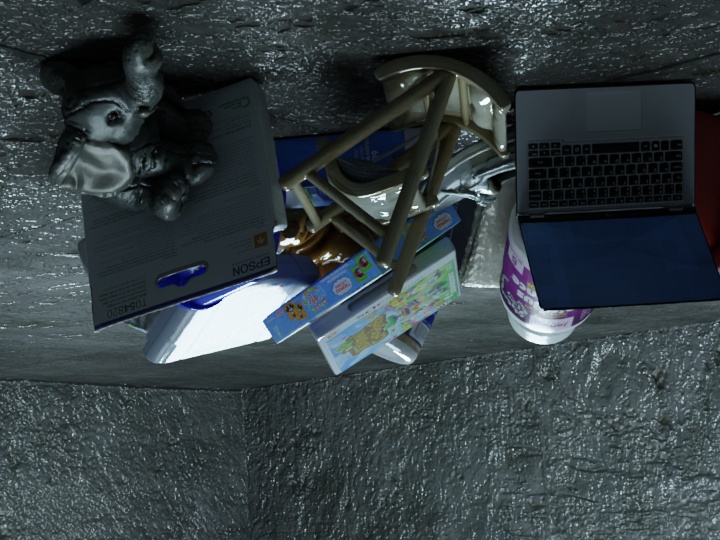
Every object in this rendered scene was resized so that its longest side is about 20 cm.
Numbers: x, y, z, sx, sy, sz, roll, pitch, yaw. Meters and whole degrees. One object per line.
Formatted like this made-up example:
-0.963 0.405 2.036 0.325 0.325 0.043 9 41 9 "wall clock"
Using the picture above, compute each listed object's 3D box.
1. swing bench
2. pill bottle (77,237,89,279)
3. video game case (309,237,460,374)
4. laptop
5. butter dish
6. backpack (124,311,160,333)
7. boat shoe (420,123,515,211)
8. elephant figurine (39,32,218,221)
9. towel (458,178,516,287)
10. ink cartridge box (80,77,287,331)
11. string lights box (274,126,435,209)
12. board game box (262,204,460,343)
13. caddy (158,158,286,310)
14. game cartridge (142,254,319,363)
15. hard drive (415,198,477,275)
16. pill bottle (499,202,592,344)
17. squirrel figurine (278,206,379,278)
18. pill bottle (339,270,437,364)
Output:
0.042 -0.102 1.492 0.129 0.201 0.199 37 175 10 "swing bench"
-0.205 -0.037 1.721 0.198 0.115 0.114 -27 170 1 "pill bottle"
0.033 0.045 1.774 0.181 0.022 0.200 -33 165 -4 "video game case"
0.252 -0.076 1.518 0.185 0.203 0.116 -3 -169 -6 "laptop"
0.309 -0.096 1.670 0.147 0.202 0.199 26 159 -21 "butter dish"
-0.230 -0.012 1.878 0.145 0.185 0.200 19 176 5 "backpack"
0.154 -0.109 1.623 0.200 0.065 0.074 -26 170 15 "boat shoe"
-0.222 -0.135 1.363 0.141 0.156 0.200 40 180 29 "elephant figurine"
0.189 -0.068 1.748 0.131 0.202 0.035 2 -149 -23 "towel"
-0.167 -0.057 1.450 0.197 0.202 0.041 -17 156 18 "ink cartridge box"
-0.013 -0.111 1.713 0.197 0.060 0.103 -5 170 5 "string lights box"
0.000 0.000 1.706 0.151 0.037 0.199 -34 -179 -44 "board game box"
-0.158 -0.059 1.569 0.104 0.202 0.141 -21 136 36 "caddy"
-0.140 0.039 1.750 0.199 0.042 0.133 -12 152 -45 "game cartridge"
0.121 -0.059 1.878 0.042 0.137 0.199 13 -176 39 "hard drive"
0.207 -0.001 1.678 0.111 0.113 0.201 -4 151 -2 "pill bottle"
-0.046 -0.066 1.845 0.198 0.143 0.186 -23 154 20 "squirrel figurine"
0.056 0.005 1.944 0.115 0.202 0.116 25 168 5 "pill bottle"
